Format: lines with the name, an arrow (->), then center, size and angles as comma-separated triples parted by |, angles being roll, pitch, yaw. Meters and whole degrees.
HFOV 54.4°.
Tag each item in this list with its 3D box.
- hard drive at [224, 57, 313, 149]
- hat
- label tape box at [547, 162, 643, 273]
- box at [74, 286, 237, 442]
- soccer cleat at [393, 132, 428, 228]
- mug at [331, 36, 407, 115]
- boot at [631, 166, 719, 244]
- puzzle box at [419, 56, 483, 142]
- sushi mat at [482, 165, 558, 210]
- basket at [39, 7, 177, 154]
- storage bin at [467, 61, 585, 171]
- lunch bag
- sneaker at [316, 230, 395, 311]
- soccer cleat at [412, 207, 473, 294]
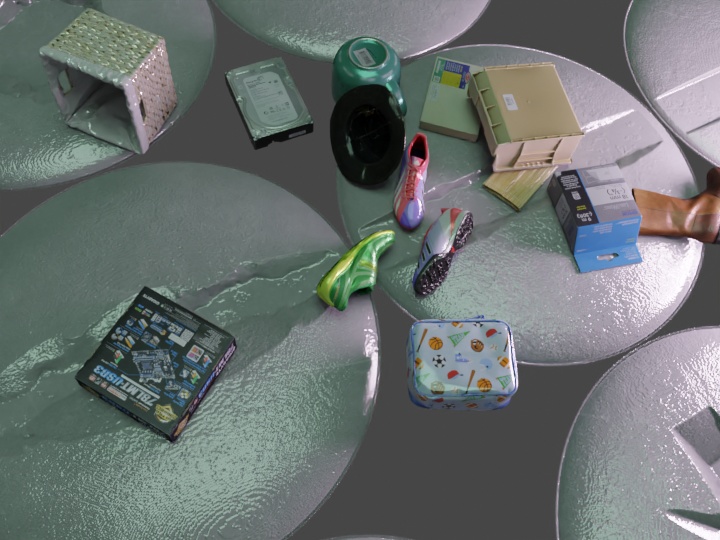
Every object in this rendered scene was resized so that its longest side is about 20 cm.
hard drive -> -0.197, -0.363, 1.503 | 0.137, 0.038, 0.203 | -18, 63, -14
hat -> 0.028, -0.274, 1.440 | 0.197, 0.080, 0.206 | 1, 91, 31
label tape box -> 0.477, -0.109, 1.400 | 0.141, 0.064, 0.204 | -9, 62, -9
box -> -0.345, 0.155, 1.198 | 0.197, 0.050, 0.201 | 26, 63, 9
soccer cleat -> 0.105, -0.181, 1.403 | 0.065, 0.077, 0.204 | 9, 60, 1
mug -> 0.027, -0.421, 1.507 | 0.181, 0.115, 0.155 | 15, 61, 5
boot -> 0.659, -0.143, 1.449 | 0.195, 0.069, 0.192 | 8, 68, 9
puzzle box -> 0.212, -0.382, 1.552 | 0.130, 0.026, 0.204 | 14, 61, 4
sushi mat -> 0.349, -0.214, 1.476 | 0.095, 0.012, 0.200 | 37, 64, 17
basket -> -0.490, -0.377, 1.396 | 0.196, 0.200, 0.163 | 23, 59, 9
storage bin -> 0.339, -0.323, 1.469 | 0.194, 0.094, 0.204 | -7, 64, -12
lunch bag -> 0.178, 0.158, 1.224 | 0.195, 0.076, 0.163 | 1, 59, -3
sneaker -> 0.000, 0.000, 1.309 | 0.084, 0.074, 0.200 | 49, 63, -7
soccer cleat -> 0.144, -0.039, 1.344 | 0.072, 0.069, 0.202 | 19, 62, 34
